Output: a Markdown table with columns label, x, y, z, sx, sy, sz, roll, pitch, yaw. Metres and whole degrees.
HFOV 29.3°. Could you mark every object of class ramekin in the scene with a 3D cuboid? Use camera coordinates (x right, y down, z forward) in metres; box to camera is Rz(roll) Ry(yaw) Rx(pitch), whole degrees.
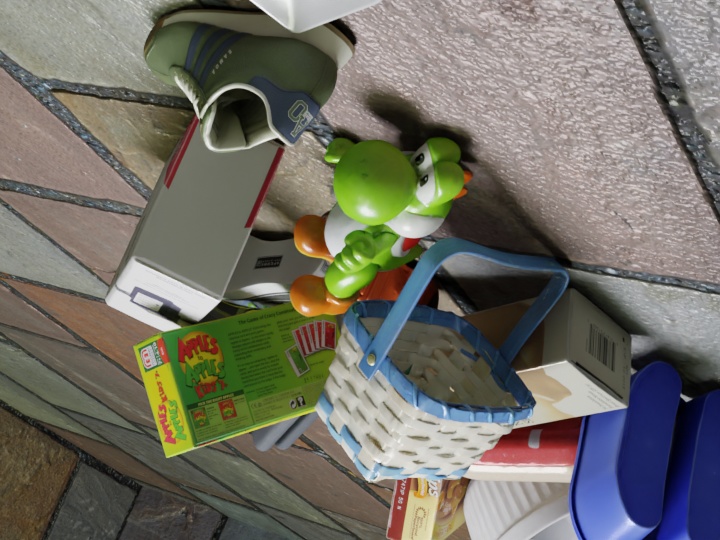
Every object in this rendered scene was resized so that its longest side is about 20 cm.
| label | x | y | z | sx | sy | sz | roll | pitch | yaw |
| --- | --- | --- | --- | --- | --- | --- | --- | --- | --- |
| ramekin | 0.201 | 0.249 | 1.443 | 0.106 | 0.199 | 0.200 | 63 | -173 | 34 |

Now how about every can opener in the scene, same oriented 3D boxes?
| label | x | y | z | sx | sy | sz | roll | pitch | yaw |
| --- | --- | --- | --- | --- | --- | --- | --- | --- | --- |
| can opener | -0.058 | 0.151 | 1.484 | 0.052 | 0.067 | 0.200 | 2 | 152 | -32 |

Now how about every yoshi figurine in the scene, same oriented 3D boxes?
| label | x | y | z | sx | sy | sz | roll | pitch | yaw |
| --- | --- | --- | --- | --- | --- | --- | --- | --- | --- |
| yoshi figurine | -0.002 | -0.044 | 1.043 | 0.113 | 0.112 | 0.200 | 50 | 140 | 1 |

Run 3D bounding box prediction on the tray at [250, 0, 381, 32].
| label | x | y | z | sx | sy | sz | roll | pitch | yaw |
| --- | --- | --- | --- | --- | --- | --- | --- | --- | --- |
| tray | -0.083 | -0.213 | 0.810 | 0.199 | 0.022 | 0.107 | 34 | 161 | -28 |

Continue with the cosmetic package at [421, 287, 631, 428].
| label | x | y | z | sx | sy | sz | roll | pitch | yaw |
| --- | --- | --- | --- | --- | --- | --- | --- | --- | --- |
| cosmetic package | 0.130 | 0.088 | 1.220 | 0.198 | 0.072 | 0.105 | -18 | 141 | 40 |

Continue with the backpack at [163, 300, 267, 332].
| label | x | y | z | sx | sy | sz | roll | pitch | yaw |
| --- | --- | --- | --- | --- | --- | --- | --- | --- | --- |
| backpack | -0.138 | 0.086 | 1.543 | 0.162 | 0.155 | 0.199 | 33 | -163 | 33 |

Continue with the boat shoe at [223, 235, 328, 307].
| label | x | y | z | sx | sy | sz | roll | pitch | yaw |
| --- | --- | --- | --- | --- | --- | --- | --- | --- | --- |
| boat shoe | -0.085 | 0.008 | 1.367 | 0.199 | 0.071 | 0.064 | 2 | 151 | 47 |

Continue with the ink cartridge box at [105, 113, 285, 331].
| label | x | y | z | sx | sy | sz | roll | pitch | yaw |
| --- | --- | --- | --- | --- | --- | --- | --- | --- | --- |
| ink cartridge box | -0.149 | -0.036 | 1.198 | 0.084 | 0.146 | 0.200 | 25 | 163 | -11 |

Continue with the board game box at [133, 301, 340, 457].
| label | x | y | z | sx | sy | sz | roll | pitch | yaw |
| --- | --- | --- | --- | --- | --- | --- | --- | --- | --- |
| board game box | -0.099 | 0.091 | 1.239 | 0.198 | 0.103 | 0.047 | -13 | 172 | -44 |

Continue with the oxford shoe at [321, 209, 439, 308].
| label | x | y | z | sx | sy | sz | roll | pitch | yaw |
| --- | --- | --- | --- | --- | --- | --- | --- | --- | --- |
| oxford shoe | 0.000 | 0.000 | 1.239 | 0.072 | 0.072 | 0.200 | 18 | 162 | 33 |

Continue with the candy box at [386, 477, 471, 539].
| label | x | y | z | sx | sy | sz | roll | pitch | yaw |
| --- | --- | --- | --- | --- | --- | --- | --- | --- | --- |
| candy box | 0.100 | 0.213 | 1.488 | 0.055 | 0.117 | 0.199 | 16 | -164 | 23 |

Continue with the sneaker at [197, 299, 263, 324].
| label | x | y | z | sx | sy | sz | roll | pitch | yaw |
| --- | --- | --- | --- | --- | --- | --- | --- | --- | --- |
| sneaker | -0.103 | 0.063 | 1.351 | 0.084 | 0.076 | 0.199 | -2 | 177 | 42 |

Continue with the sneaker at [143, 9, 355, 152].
| label | x | y | z | sx | sy | sz | roll | pitch | yaw |
| --- | --- | --- | --- | --- | --- | --- | --- | --- | --- |
| sneaker | -0.097 | -0.127 | 0.960 | 0.199 | 0.091 | 0.067 | 7 | 157 | 43 |

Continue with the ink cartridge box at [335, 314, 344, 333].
| label | x | y | z | sx | sy | sz | roll | pitch | yaw |
| --- | --- | --- | --- | --- | --- | --- | --- | --- | --- |
| ink cartridge box | -0.023 | 0.061 | 1.514 | 0.200 | 0.057 | 0.162 | 36 | 176 | 46 |

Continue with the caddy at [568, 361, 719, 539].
| label | x | y | z | sx | sy | sz | roll | pitch | yaw |
| --- | --- | --- | --- | --- | --- | --- | --- | --- | --- |
| caddy | 0.262 | 0.182 | 1.222 | 0.140 | 0.202 | 0.105 | 25 | 148 | -10 |

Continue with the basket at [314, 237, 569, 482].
| label | x | y | z | sx | sy | sz | roll | pitch | yaw |
| --- | --- | --- | --- | --- | --- | --- | --- | --- | --- |
| basket | 0.065 | 0.066 | 1.090 | 0.175 | 0.201 | 0.140 | 12 | -148 | -48 |

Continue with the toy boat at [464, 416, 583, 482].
| label | x | y | z | sx | sy | sz | roll | pitch | yaw |
| --- | --- | --- | --- | --- | --- | --- | --- | --- | --- |
| toy boat | 0.154 | 0.124 | 1.336 | 0.197 | 0.131 | 0.132 | -2 | 112 | 22 |
